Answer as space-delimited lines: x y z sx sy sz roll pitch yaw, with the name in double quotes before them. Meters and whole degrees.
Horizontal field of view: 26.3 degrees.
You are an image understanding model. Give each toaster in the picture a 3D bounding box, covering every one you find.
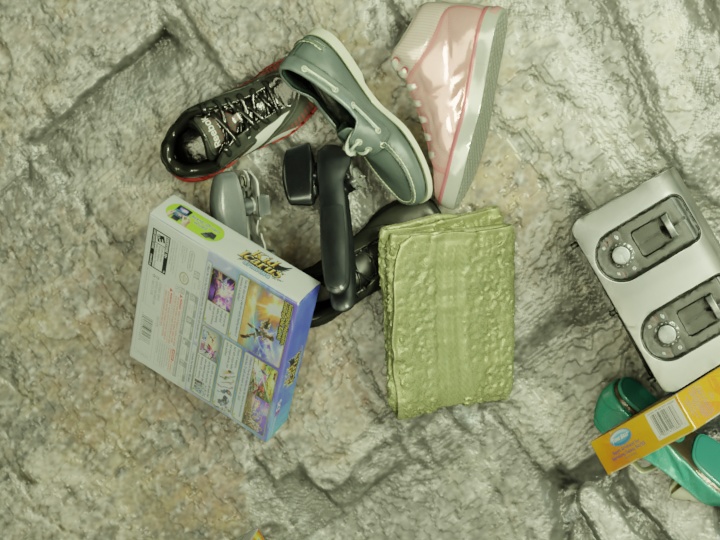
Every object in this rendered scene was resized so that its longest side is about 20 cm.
"toaster" 0.289 0.008 1.455 0.118 0.200 0.182 -30 86 11

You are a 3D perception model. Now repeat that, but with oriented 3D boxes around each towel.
"towel" 0.088 0.042 1.536 0.147 0.036 0.203 -8 103 -20

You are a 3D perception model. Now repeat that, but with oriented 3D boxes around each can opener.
"can opener" -0.122 -0.004 1.569 0.066 0.053 0.203 -11 107 -30
"can opener" -0.027 -0.044 1.505 0.078 0.064 0.202 -18 54 11

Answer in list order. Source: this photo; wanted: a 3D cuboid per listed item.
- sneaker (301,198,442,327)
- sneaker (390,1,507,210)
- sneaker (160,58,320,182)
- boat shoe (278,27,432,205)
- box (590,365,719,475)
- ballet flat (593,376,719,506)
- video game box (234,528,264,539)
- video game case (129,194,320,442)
"sneaker" 0.000 0.000 1.546 0.199 0.091 0.076 -39 91 13
"sneaker" 0.075 -0.167 1.513 0.103 0.075 0.203 14 103 14
"sneaker" -0.119 -0.149 1.536 0.199 0.098 0.071 -30 92 12
"boat shoe" -0.007 -0.137 1.495 0.201 0.062 0.073 54 147 -10
"box" 0.318 0.122 1.459 0.119 0.199 0.042 -39 80 45
"ballet flat" 0.316 0.187 1.545 0.199 0.067 0.071 38 128 2
"video game box" -0.091 0.387 1.585 0.046 0.182 0.201 -28 95 10
"video game case" -0.139 0.050 1.542 0.180 0.045 0.201 31 133 17
